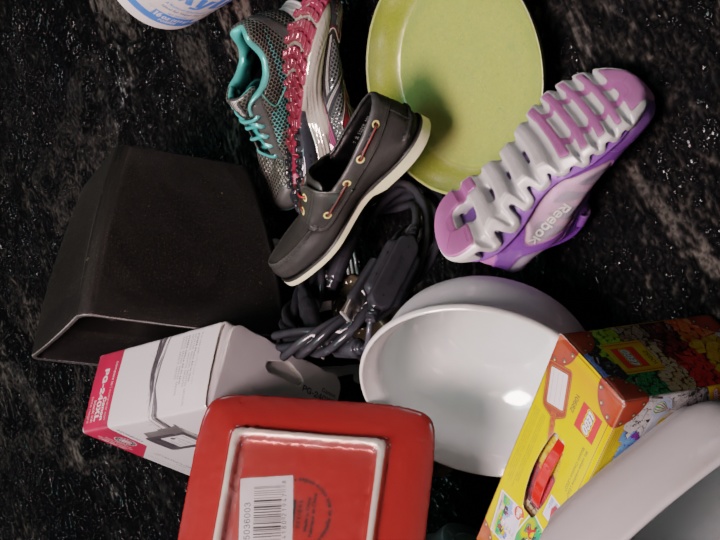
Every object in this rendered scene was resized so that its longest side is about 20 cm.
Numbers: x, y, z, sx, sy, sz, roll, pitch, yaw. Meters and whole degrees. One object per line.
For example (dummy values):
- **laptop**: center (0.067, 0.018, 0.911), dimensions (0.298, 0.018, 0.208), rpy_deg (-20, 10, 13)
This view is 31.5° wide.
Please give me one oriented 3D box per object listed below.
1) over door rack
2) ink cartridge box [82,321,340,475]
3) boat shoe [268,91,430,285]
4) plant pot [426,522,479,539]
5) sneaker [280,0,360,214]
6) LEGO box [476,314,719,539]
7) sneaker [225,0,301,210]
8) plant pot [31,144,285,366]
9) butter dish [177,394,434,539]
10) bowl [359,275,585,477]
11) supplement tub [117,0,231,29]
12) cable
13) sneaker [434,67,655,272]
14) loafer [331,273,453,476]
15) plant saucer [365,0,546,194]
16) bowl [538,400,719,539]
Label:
- **over door rack**: center (-0.070, 0.038, 1.265), dimensions (0.199, 0.066, 0.149), rpy_deg (-2, 99, 48)
- **ink cartridge box**: center (-0.138, 0.125, 1.180), dimensions (0.199, 0.145, 0.084), rpy_deg (-15, 54, 45)
- **boat shoe**: center (-0.023, -0.070, 1.097), dimensions (0.202, 0.063, 0.074), rpy_deg (-49, 27, 29)
- **plant pot**: center (0.076, 0.307, 1.111), dimensions (0.134, 0.200, 0.200), rpy_deg (-50, 61, 15)
- **sneaker**: center (-0.029, -0.151, 1.152), dimensions (0.081, 0.074, 0.201), rpy_deg (-127, 33, -61)
- **LEGO box**: center (0.190, 0.138, 0.933), dimensions (0.077, 0.148, 0.201), rpy_deg (51, 136, 43)
- **sneaker**: center (-0.090, -0.153, 1.210), dimensions (0.077, 0.091, 0.202), rpy_deg (18, 115, 45)
- **plant pot**: center (-0.194, -0.009, 1.231), dimensions (0.199, 0.199, 0.179), rpy_deg (-31, 56, 59)
- **butter dish**: center (-0.038, 0.218, 1.051), dimensions (0.198, 0.148, 0.201), rpy_deg (3, 67, 11)
- **bowl**: center (0.105, 0.070, 1.029), dimensions (0.200, 0.091, 0.202), rpy_deg (10, 136, 10)
- **supplement tub**: center (-0.143, -0.315, 1.189), dimensions (0.199, 0.131, 0.133), rpy_deg (-14, 91, 50)
- **cable**: center (0.000, 0.000, 1.106), dimensions (0.051, 0.201, 0.163), rpy_deg (40, 145, -22)
- **sneaker**: center (0.151, -0.069, 0.983), dimensions (0.200, 0.088, 0.081), rpy_deg (-43, 39, 24)
- **loafer**: center (0.046, 0.087, 1.148), dimensions (0.076, 0.067, 0.201), rpy_deg (-42, 68, 48)
- **plant saucer**: center (0.083, -0.163, 1.059), dimensions (0.199, 0.031, 0.202), rpy_deg (18, 115, 45)
- **bowl**: center (0.217, 0.178, 0.869), dimensions (0.200, 0.200, 0.075), rpy_deg (-41, 45, 7)
